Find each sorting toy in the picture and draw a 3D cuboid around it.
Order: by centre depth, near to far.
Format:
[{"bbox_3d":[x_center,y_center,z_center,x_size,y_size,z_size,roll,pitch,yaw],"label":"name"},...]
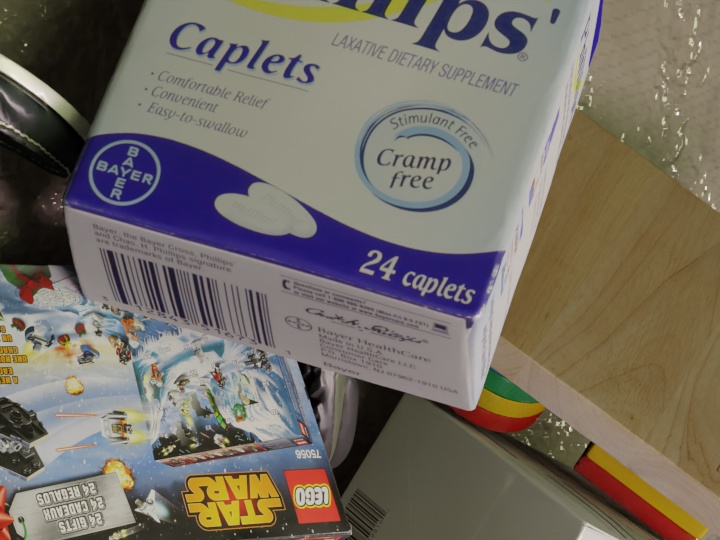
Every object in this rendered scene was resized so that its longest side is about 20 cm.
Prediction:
[{"bbox_3d":[0.129,0.036,1.319,0.070,0.199,0.200,-56,175,38],"label":"sorting toy"}]

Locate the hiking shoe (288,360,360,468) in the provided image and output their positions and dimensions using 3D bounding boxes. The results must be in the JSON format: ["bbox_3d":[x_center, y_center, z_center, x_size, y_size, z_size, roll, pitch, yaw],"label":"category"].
[{"bbox_3d":[0.000,0.000,1.267,0.101,0.076,0.201,-2,99,-39],"label":"hiking shoe"}]

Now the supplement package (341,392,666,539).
[{"bbox_3d":[0.090,0.183,1.317,0.200,0.151,0.152,28,96,-42],"label":"supplement package"}]

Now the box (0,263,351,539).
[{"bbox_3d":[-0.106,0.066,1.161,0.200,0.040,0.137,2,62,-43],"label":"box"}]

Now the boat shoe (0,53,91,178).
[{"bbox_3d":[-0.193,-0.077,1.075,0.199,0.074,0.066,35,77,-41],"label":"boat shoe"}]

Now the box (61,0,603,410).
[{"bbox_3d":[-0.007,-0.068,1.133,0.105,0.184,0.200,87,21,-65],"label":"box"}]
